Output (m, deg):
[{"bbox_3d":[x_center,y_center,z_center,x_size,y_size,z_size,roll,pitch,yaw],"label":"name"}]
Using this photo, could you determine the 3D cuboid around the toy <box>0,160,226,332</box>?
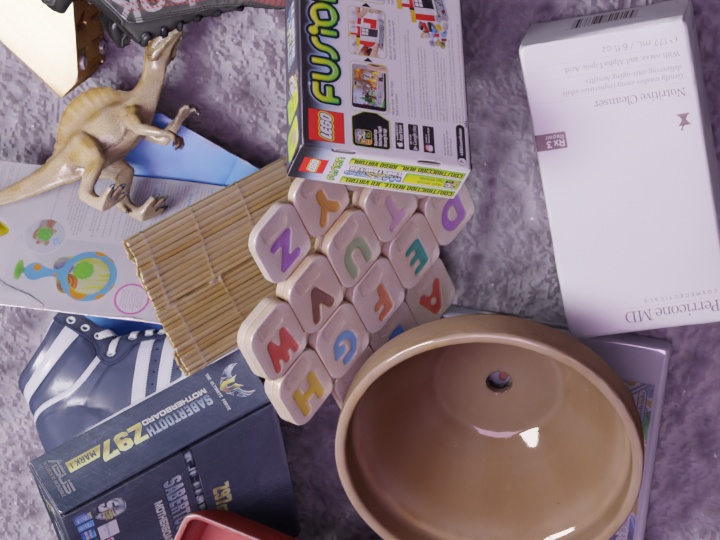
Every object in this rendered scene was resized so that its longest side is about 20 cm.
[{"bbox_3d":[-0.181,-0.010,1.636,0.199,0.116,0.047,9,147,4],"label":"toy"}]

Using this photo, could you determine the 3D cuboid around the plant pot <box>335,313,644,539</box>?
[{"bbox_3d":[0.088,0.097,1.610,0.200,0.093,0.201,5,125,7],"label":"plant pot"}]

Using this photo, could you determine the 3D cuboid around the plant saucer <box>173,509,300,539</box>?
[{"bbox_3d":[-0.049,0.249,1.664,0.199,0.037,0.200,22,133,-4],"label":"plant saucer"}]

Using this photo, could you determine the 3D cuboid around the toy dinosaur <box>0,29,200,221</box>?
[{"bbox_3d":[-0.175,-0.076,1.626,0.200,0.058,0.101,-41,58,-2],"label":"toy dinosaur"}]

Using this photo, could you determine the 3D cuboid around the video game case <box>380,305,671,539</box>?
[{"bbox_3d":[0.111,0.130,1.688,0.181,0.023,0.201,9,108,9],"label":"video game case"}]

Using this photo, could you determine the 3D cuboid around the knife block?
[{"bbox_3d":[-0.265,-0.220,1.639,0.175,0.064,0.201,1,107,12],"label":"knife block"}]

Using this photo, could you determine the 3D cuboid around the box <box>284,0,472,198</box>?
[{"bbox_3d":[0.009,-0.144,1.530,0.110,0.201,0.035,7,149,-14],"label":"box"}]

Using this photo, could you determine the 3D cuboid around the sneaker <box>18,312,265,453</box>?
[{"bbox_3d":[-0.134,0.058,1.649,0.200,0.070,0.109,-30,62,-9],"label":"sneaker"}]

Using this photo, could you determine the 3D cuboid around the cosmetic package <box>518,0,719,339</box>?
[{"bbox_3d":[0.174,-0.065,1.585,0.112,0.081,0.201,-10,104,13],"label":"cosmetic package"}]

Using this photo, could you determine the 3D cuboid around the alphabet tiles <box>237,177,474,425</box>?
[{"bbox_3d":[0.000,0.000,1.572,0.015,0.200,0.196,22,153,36],"label":"alphabet tiles"}]

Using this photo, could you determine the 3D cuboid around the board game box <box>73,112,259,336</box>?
[{"bbox_3d":[-0.117,-0.017,1.684,0.200,0.039,0.158,29,108,-1],"label":"board game box"}]

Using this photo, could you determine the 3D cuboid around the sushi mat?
[{"bbox_3d":[-0.063,-0.014,1.603,0.012,0.200,0.096,-10,106,51],"label":"sushi mat"}]

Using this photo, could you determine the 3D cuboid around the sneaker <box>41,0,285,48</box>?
[{"bbox_3d":[-0.120,-0.188,1.590,0.200,0.071,0.098,9,105,-19],"label":"sneaker"}]

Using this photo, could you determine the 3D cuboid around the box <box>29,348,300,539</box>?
[{"bbox_3d":[-0.125,0.153,1.634,0.157,0.200,0.051,-28,61,-14],"label":"box"}]
